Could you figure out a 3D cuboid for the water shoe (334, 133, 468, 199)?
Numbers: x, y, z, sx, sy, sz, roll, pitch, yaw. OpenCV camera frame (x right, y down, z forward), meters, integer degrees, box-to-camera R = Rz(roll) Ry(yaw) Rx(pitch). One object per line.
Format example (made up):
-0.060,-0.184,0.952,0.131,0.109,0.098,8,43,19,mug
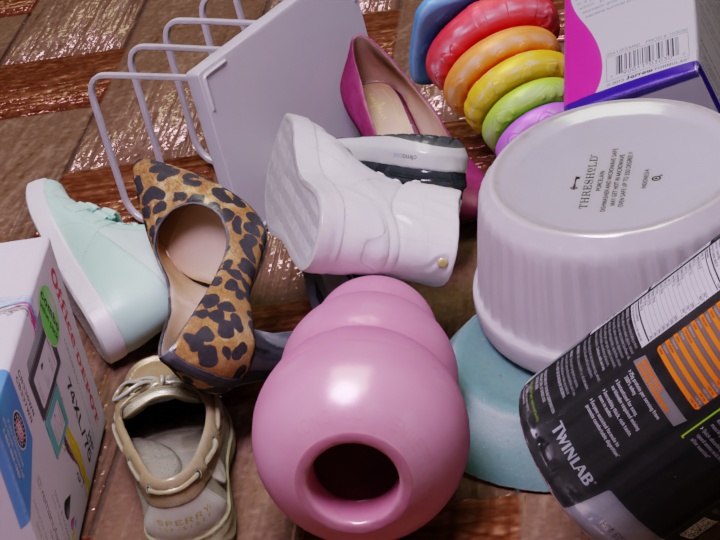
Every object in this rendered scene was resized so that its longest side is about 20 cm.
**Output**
0.002,-0.054,1.439,0.071,0.080,0.200,4,-3,-30,water shoe

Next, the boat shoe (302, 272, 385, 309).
0.000,0.000,1.358,0.066,0.070,0.200,-9,29,-10,boat shoe

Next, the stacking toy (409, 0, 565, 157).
0.123,-0.114,1.462,0.115,0.110,0.201,-20,62,-12,stacking toy

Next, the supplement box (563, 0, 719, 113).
0.210,-0.156,1.452,0.101,0.104,0.201,-17,40,22,supplement box

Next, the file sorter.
-0.093,-0.135,1.560,0.124,0.140,0.200,6,34,36,file sorter

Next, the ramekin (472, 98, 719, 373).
0.162,-0.026,1.220,0.201,0.095,0.203,-9,33,6,ramekin

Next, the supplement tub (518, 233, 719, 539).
0.191,0.054,1.048,0.200,0.123,0.123,-38,22,21,supplement tub

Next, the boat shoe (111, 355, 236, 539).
-0.116,0.100,1.229,0.073,0.063,0.201,-13,29,-1,boat shoe

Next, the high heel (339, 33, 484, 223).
0.036,-0.104,1.492,0.067,0.097,0.200,-23,31,-19,high heel

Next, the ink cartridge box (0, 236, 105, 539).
-0.249,0.098,1.198,0.145,0.148,0.200,-9,30,6,ink cartridge box

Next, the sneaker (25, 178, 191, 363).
-0.163,-0.019,1.441,0.118,0.074,0.201,-26,41,-12,sneaker

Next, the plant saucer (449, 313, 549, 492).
0.131,0.057,1.226,0.199,0.036,0.200,-9,33,6,plant saucer

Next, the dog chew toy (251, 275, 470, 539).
0.004,0.070,1.177,0.124,0.125,0.200,-7,26,9,dog chew toy

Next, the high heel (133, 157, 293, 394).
-0.118,-0.006,1.285,0.200,0.071,0.142,50,25,23,high heel

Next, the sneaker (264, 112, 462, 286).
0.004,-0.041,1.319,0.115,0.074,0.200,9,22,-17,sneaker
